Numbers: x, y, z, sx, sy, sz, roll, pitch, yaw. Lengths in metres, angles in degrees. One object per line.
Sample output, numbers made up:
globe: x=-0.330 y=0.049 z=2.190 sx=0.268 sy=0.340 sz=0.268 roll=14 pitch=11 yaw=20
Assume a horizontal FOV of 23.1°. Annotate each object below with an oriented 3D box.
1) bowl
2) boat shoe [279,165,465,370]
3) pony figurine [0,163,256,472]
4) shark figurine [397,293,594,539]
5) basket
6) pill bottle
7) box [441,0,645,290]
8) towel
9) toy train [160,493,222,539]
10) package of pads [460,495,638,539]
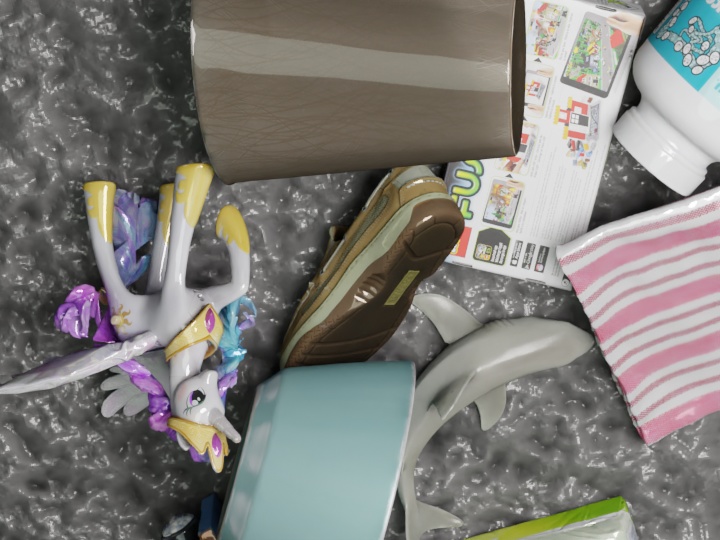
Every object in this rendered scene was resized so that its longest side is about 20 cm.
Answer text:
bowl: x=-0.037 y=0.148 z=1.226 sx=0.104 sy=0.201 sz=0.203 roll=14 pitch=109 yaw=-4
boat shoe: x=0.000 y=0.000 z=1.250 sx=0.071 sy=0.077 sz=0.200 roll=7 pitch=135 yaw=-43
pony figurine: x=-0.151 y=0.038 z=1.221 sx=0.192 sy=0.166 sz=0.203 roll=-6 pitch=82 yaw=40
shark figurine: x=0.060 y=0.110 z=1.271 sx=0.127 sy=0.090 sz=0.216 roll=31 pitch=106 yaw=-6
basket: x=0.005 y=-0.133 z=1.142 sx=0.197 sy=0.137 sz=0.181 roll=1 pitch=141 yaw=10
pill bottle: x=0.255 y=-0.146 z=1.157 sx=0.110 sy=0.111 sz=0.201 roll=36 pitch=107 yaw=-9
box: x=0.119 y=-0.095 z=1.222 sx=0.109 sy=0.035 sz=0.202 roll=13 pitch=109 yaw=-1
towel: x=0.233 y=0.031 z=1.226 sx=0.145 sy=0.030 sz=0.201 roll=-21 pitch=129 yaw=11
toy train: x=-0.068 y=0.256 z=1.332 sx=0.113 sy=0.087 sz=0.201 roll=-30 pitch=103 yaw=3
package of pads: x=0.127 y=0.273 z=1.331 sx=0.198 sy=0.068 sz=0.156 roll=-16 pitch=107 yaw=9
